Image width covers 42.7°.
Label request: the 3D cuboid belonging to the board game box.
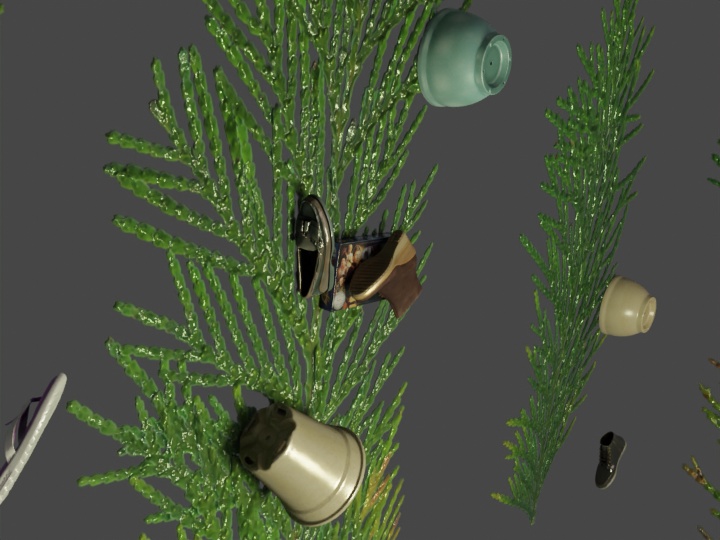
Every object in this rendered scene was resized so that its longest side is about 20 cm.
[{"bbox_3d":[0.000,0.000,1.846,0.199,0.034,0.138,-11,112,-52],"label":"board game box"}]

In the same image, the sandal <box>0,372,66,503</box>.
[{"bbox_3d":[-0.472,0.230,1.276,0.049,0.082,0.205,28,80,-11],"label":"sandal"}]

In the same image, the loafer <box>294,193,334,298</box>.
[{"bbox_3d":[-0.088,-0.038,1.683,0.063,0.071,0.203,-31,129,-36],"label":"loafer"}]

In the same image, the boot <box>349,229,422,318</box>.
[{"bbox_3d":[0.060,0.037,1.850,0.200,0.072,0.168,-50,137,-35],"label":"boot"}]

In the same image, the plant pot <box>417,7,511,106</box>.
[{"bbox_3d":[0.226,-0.430,1.894,0.199,0.133,0.203,-25,122,-46],"label":"plant pot"}]

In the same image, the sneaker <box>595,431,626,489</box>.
[{"bbox_3d":[0.876,0.677,3.308,0.106,0.074,0.202,35,75,-41],"label":"sneaker"}]

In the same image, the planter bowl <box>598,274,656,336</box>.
[{"bbox_3d":[0.887,0.129,3.030,0.199,0.133,0.203,-25,123,-45],"label":"planter bowl"}]

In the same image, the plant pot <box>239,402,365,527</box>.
[{"bbox_3d":[-0.121,0.343,1.711,0.183,0.199,0.202,43,68,-39],"label":"plant pot"}]
